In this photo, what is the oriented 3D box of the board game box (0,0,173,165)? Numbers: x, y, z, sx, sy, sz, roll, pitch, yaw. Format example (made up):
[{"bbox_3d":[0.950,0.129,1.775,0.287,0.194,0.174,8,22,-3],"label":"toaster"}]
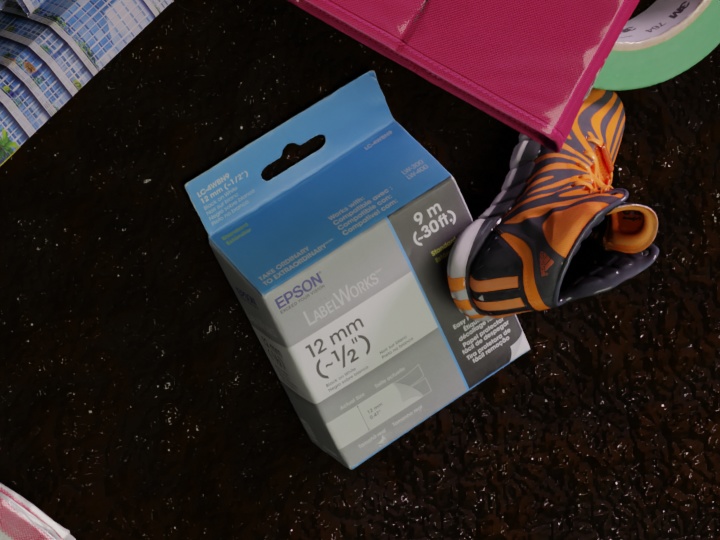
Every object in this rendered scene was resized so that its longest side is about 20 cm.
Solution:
[{"bbox_3d":[-0.201,-0.140,1.388,0.200,0.200,0.062,-48,121,-22],"label":"board game box"}]

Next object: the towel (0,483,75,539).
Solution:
[{"bbox_3d":[-0.281,0.204,1.521,0.146,0.030,0.200,38,88,-28],"label":"towel"}]

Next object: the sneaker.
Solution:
[{"bbox_3d":[0.143,-0.042,1.566,0.078,0.112,0.200,56,49,-32],"label":"sneaker"}]

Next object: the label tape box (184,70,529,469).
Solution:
[{"bbox_3d":[0.000,0.000,1.573,0.143,0.066,0.200,-32,118,-14],"label":"label tape box"}]

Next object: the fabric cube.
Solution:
[{"bbox_3d":[0.074,-0.202,1.433,0.200,0.196,0.200,30,92,3],"label":"fabric cube"}]

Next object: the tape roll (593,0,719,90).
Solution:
[{"bbox_3d":[0.161,-0.215,1.594,0.200,0.048,0.201,-7,108,-24],"label":"tape roll"}]
